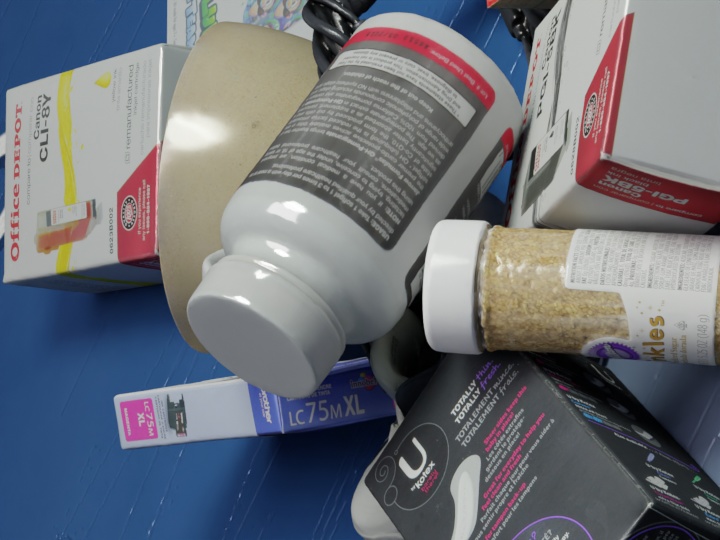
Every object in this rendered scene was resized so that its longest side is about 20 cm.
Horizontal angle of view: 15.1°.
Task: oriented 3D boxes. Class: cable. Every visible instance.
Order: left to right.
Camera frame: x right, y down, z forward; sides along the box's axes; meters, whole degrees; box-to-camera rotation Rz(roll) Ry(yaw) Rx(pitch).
[{"bbox_3d":[0.048,-0.138,1.595,0.051,0.162,0.201,109,158,-49],"label":"cable"}]

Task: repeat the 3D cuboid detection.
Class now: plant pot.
[{"bbox_3d":[-0.024,-0.046,1.635,0.134,0.200,0.202,4,70,17],"label":"plant pot"}]

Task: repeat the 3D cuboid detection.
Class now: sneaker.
[{"bbox_3d":[0.029,0.071,1.520,0.199,0.129,0.080,-42,41,32],"label":"sneaker"}]

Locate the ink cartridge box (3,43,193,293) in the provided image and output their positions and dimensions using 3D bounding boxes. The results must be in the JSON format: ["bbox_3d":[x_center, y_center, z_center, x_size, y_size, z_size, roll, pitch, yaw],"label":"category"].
[{"bbox_3d":[-0.162,-0.065,1.871,0.199,0.083,0.146,-9,78,51],"label":"ink cartridge box"}]

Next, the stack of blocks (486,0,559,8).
[{"bbox_3d":[0.123,-0.221,1.488,0.200,0.058,0.116,152,115,-72],"label":"stack of blocks"}]

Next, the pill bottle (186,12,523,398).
[{"bbox_3d":[-0.006,-0.032,1.449,0.110,0.111,0.200,-6,42,52],"label":"pill bottle"}]

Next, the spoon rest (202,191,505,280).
[{"bbox_3d":[0.000,0.000,1.546,0.061,0.199,0.100,-131,41,-58],"label":"spoon rest"}]

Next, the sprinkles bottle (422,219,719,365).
[{"bbox_3d":[0.133,0.012,1.373,0.199,0.068,0.069,3,69,13],"label":"sprinkles bottle"}]

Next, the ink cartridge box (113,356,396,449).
[{"bbox_3d":[-0.043,0.077,1.622,0.199,0.119,0.042,-13,86,50],"label":"ink cartridge box"}]

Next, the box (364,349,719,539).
[{"bbox_3d":[0.106,0.130,1.403,0.123,0.106,0.200,-56,36,12],"label":"box"}]

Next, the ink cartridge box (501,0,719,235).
[{"bbox_3d":[0.143,-0.086,1.424,0.200,0.082,0.148,129,153,-70],"label":"ink cartridge box"}]

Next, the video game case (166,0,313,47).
[{"bbox_3d":[-0.075,-0.206,1.906,0.182,0.024,0.201,-31,49,41],"label":"video game case"}]
